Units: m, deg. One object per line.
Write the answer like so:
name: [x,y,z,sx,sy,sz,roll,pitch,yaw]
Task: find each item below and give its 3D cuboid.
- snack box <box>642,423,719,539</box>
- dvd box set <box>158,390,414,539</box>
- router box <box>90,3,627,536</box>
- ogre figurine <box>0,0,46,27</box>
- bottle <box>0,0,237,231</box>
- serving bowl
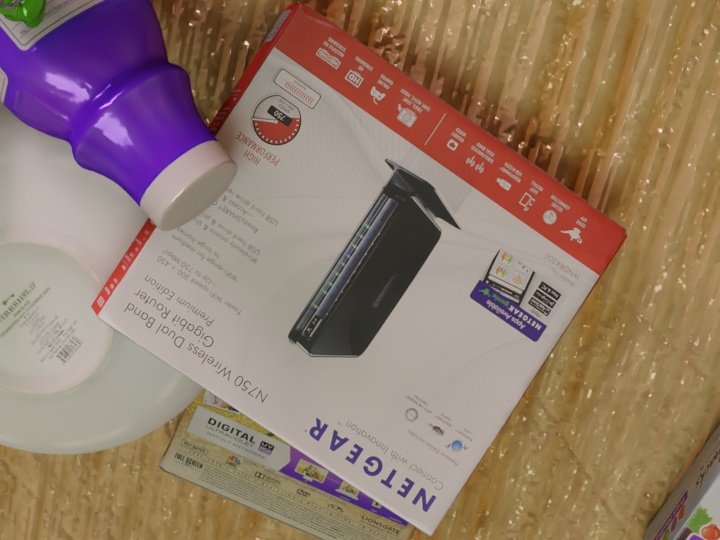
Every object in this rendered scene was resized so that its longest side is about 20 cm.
snack box: [0.252,0.116,1.185,0.142,0.053,0.201,25,124,-6]
dvd box set: [-0.010,0.058,1.214,0.146,0.029,0.201,23,125,-3]
router box: [0.000,0.000,1.107,0.199,0.049,0.180,33,88,-12]
ogre figurine: [-0.178,-0.218,1.010,0.120,0.200,0.098,-43,150,-1]
bottle: [-0.136,-0.107,1.054,0.200,0.083,0.065,49,149,12]
serving bowl: [-0.160,0.011,1.150,0.199,0.066,0.201,2,114,4]
